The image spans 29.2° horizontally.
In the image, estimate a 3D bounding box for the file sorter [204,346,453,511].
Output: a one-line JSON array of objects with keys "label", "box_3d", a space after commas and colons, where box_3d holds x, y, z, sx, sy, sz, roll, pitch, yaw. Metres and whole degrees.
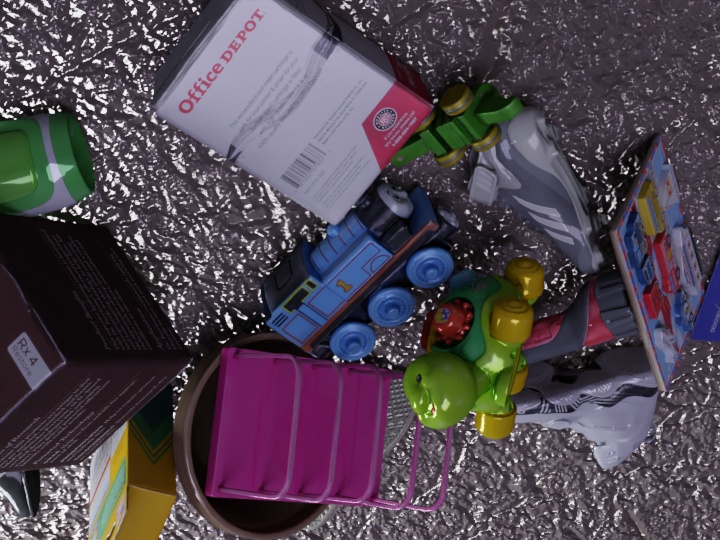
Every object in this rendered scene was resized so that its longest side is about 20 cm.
[{"label": "file sorter", "box_3d": [-0.022, 0.153, 1.302, 0.200, 0.125, 0.139, 11, 82, -38]}]

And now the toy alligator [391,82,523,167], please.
[{"label": "toy alligator", "box_3d": [0.064, -0.129, 1.260, 0.200, 0.054, 0.059, -21, 126, 35]}]

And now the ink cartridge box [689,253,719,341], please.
[{"label": "ink cartridge box", "box_3d": [0.462, 0.007, 1.413, 0.199, 0.047, 0.198, 2, 123, -15]}]

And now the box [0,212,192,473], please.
[{"label": "box", "box_3d": [-0.291, 0.065, 1.213, 0.164, 0.166, 0.200, -41, 161, 18]}]

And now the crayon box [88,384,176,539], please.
[{"label": "crayon box", "box_3d": [-0.223, 0.214, 1.346, 0.051, 0.200, 0.126, 17, 119, -18]}]

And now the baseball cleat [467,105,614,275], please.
[{"label": "baseball cleat", "box_3d": [0.164, -0.069, 1.318, 0.106, 0.070, 0.200, -16, 123, 21]}]

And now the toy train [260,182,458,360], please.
[{"label": "toy train", "box_3d": [0.000, 0.000, 1.310, 0.114, 0.087, 0.200, 35, 112, -29]}]

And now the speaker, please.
[{"label": "speaker", "box_3d": [-0.339, -0.076, 1.212, 0.200, 0.089, 0.089, -15, 123, 1]}]

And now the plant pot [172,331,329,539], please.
[{"label": "plant pot", "box_3d": [-0.112, 0.161, 1.369, 0.201, 0.093, 0.201, 2, 87, -39]}]

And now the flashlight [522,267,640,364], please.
[{"label": "flashlight", "box_3d": [0.181, 0.055, 1.363, 0.200, 0.068, 0.068, -18, 143, 28]}]

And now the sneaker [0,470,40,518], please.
[{"label": "sneaker", "box_3d": [-0.376, 0.163, 1.370, 0.088, 0.074, 0.200, -14, 114, 1]}]

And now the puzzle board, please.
[{"label": "puzzle board", "box_3d": [0.291, -0.007, 1.326, 0.017, 0.151, 0.200, 1, 131, 33]}]

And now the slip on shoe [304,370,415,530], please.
[{"label": "slip on shoe", "box_3d": [-0.008, 0.185, 1.450, 0.074, 0.061, 0.200, 38, 101, 10]}]

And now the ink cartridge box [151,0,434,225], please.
[{"label": "ink cartridge box", "box_3d": [-0.061, -0.156, 1.205, 0.200, 0.083, 0.145, 32, 112, -24]}]

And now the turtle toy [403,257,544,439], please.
[{"label": "turtle toy", "box_3d": [0.102, 0.076, 1.265, 0.101, 0.200, 0.146, 12, 121, 10]}]

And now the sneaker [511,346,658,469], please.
[{"label": "sneaker", "box_3d": [0.223, 0.154, 1.452, 0.199, 0.075, 0.115, -11, 121, -6]}]
